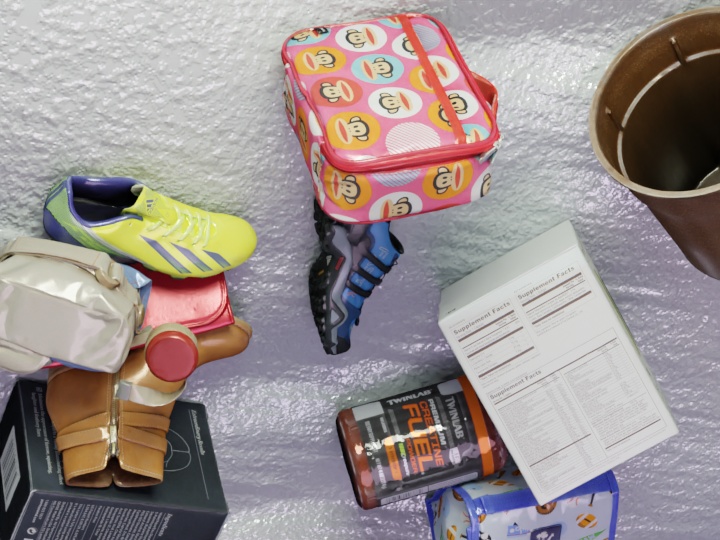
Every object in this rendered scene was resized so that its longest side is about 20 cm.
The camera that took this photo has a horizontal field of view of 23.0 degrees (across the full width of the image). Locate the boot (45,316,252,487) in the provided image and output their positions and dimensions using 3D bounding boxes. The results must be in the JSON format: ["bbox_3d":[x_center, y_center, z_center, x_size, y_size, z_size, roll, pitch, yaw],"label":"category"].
[{"bbox_3d":[-0.191,0.119,1.643,0.198,0.156,0.077,-3,150,-14],"label":"boot"}]

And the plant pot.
[{"bbox_3d":[0.333,-0.099,1.615,0.199,0.201,0.198,-30,139,9],"label":"plant pot"}]

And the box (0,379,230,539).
[{"bbox_3d":[-0.245,0.204,1.713,0.198,0.149,0.108,10,127,-24],"label":"box"}]

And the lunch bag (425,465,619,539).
[{"bbox_3d":[0.171,0.263,1.868,0.168,0.125,0.200,-10,162,-13],"label":"lunch bag"}]

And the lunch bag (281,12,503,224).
[{"bbox_3d":[0.033,-0.130,1.477,0.175,0.201,0.082,-9,134,-13],"label":"lunch bag"}]

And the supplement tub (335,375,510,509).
[{"bbox_3d":[0.080,0.169,1.815,0.198,0.107,0.108,-16,133,-5],"label":"supplement tub"}]

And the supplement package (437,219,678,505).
[{"bbox_3d":[0.185,0.084,1.687,0.150,0.152,0.201,-29,97,8],"label":"supplement package"}]

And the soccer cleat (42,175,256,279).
[{"bbox_3d":[-0.181,-0.042,1.571,0.198,0.065,0.084,9,144,-21],"label":"soccer cleat"}]

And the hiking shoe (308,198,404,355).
[{"bbox_3d":[0.000,0.000,1.664,0.086,0.075,0.201,-4,131,-13],"label":"hiking shoe"}]

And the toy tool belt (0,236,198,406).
[{"bbox_3d":[-0.235,0.035,1.562,0.198,0.123,0.126,15,108,-6],"label":"toy tool belt"}]

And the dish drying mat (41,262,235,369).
[{"bbox_3d":[-0.220,0.035,1.631,0.198,0.078,0.018,-13,170,-5],"label":"dish drying mat"}]
